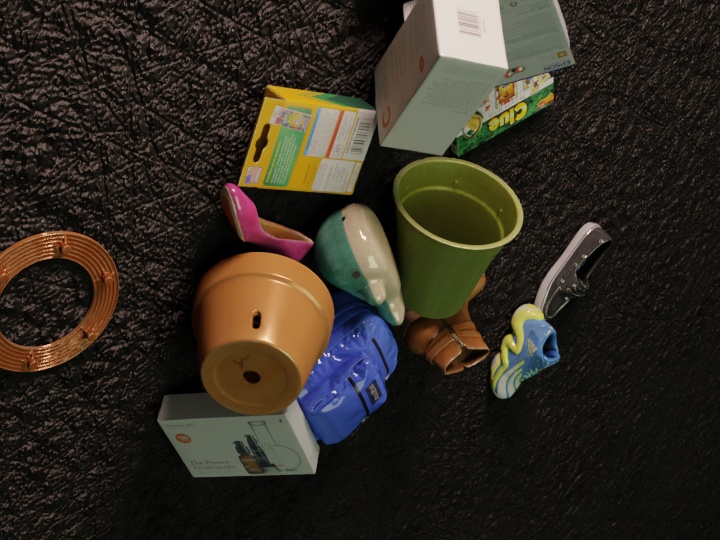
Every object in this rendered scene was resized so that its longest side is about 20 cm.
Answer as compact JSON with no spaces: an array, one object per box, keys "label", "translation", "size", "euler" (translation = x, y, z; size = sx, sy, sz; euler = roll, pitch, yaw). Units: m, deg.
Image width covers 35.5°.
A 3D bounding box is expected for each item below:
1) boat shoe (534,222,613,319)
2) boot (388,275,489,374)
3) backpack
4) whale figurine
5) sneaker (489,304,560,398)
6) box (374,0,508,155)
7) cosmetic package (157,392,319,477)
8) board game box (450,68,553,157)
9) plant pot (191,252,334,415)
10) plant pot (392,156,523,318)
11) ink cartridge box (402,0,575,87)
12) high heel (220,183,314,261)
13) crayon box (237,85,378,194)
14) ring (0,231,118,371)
[{"label":"boat shoe","translation":[0.391,0.012,2.044],"size":[0.070,0.066,0.201],"euler":[26,100,-48]},{"label":"boot","translation":[0.162,0.084,1.827],"size":[0.199,0.155,0.074],"euler":[-32,136,-19]},{"label":"backpack","translation":[-0.034,0.148,1.697],"size":[0.200,0.167,0.163],"euler":[-42,145,-17]},{"label":"whale figurine","translation":[0.000,0.000,1.642],"size":[0.103,0.160,0.201],"euler":[-21,131,9]},{"label":"sneaker","translation":[0.301,0.167,2.050],"size":[0.075,0.105,0.202],"euler":[-12,126,-35]},{"label":"box","translation":[0.099,-0.260,1.462],"size":[0.096,0.126,0.200],"euler":[7,151,-20]},{"label":"cosmetic package","translation":[-0.174,0.238,1.633],"size":[0.197,0.052,0.152],"euler":[-5,135,16]},{"label":"board game box","translation":[0.216,-0.262,1.723],"size":[0.199,0.023,0.106],"euler":[-31,138,-20]},{"label":"plant pot","translation":[-0.138,0.098,1.516],"size":[0.197,0.141,0.202],"euler":[2,129,3]},{"label":"plant pot","translation":[0.123,-0.034,1.705],"size":[0.198,0.201,0.191],"euler":[-17,142,-32]},{"label":"ink cartridge box","translation":[0.179,-0.323,1.540],"size":[0.194,0.044,0.200],"euler":[-13,155,17]},{"label":"high heel","translation":[-0.124,-0.066,1.523],"size":[0.095,0.068,0.201],"euler":[-29,141,-8]},{"label":"crayon box","translation":[-0.078,-0.173,1.505],"size":[0.198,0.051,0.127],"euler":[0,119,-42]},{"label":"ring","translation":[-0.392,0.044,1.411],"size":[0.199,0.019,0.202],"euler":[-24,133,-28]}]
